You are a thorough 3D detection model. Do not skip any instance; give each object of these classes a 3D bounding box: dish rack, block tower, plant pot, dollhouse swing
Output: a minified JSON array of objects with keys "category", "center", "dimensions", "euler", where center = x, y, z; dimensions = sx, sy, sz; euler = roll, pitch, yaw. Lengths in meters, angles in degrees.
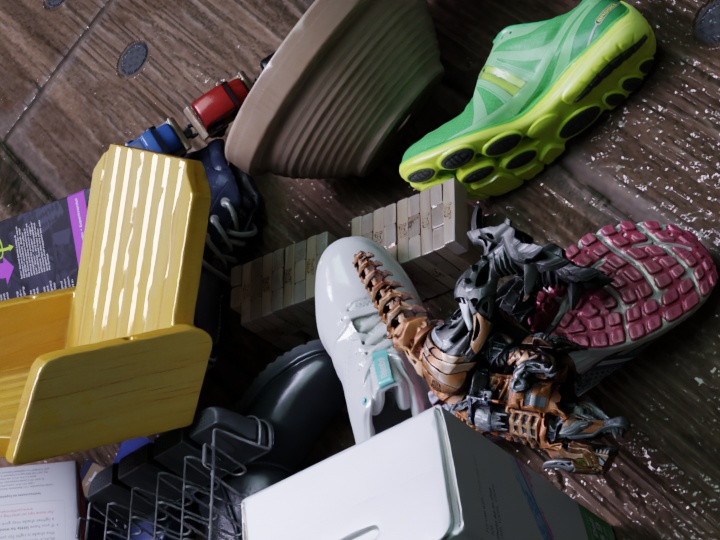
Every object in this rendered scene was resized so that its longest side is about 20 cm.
[{"category":"dish rack","center":[-0.131,0.196,1.164],"dimensions":[0.153,0.054,0.201],"euler":[-32,41,33]},{"category":"block tower","center":[0.000,0.000,1.264],"dimensions":[0.199,0.058,0.054],"euler":[-22,54,31]},{"category":"plant pot","center":[-0.004,-0.135,1.286],"dimensions":[0.093,0.201,0.201],"euler":[38,93,5]},{"category":"dollhouse swing","center":[-0.210,0.014,1.216],"dimensions":[0.200,0.181,0.177],"euler":[17,114,58]}]

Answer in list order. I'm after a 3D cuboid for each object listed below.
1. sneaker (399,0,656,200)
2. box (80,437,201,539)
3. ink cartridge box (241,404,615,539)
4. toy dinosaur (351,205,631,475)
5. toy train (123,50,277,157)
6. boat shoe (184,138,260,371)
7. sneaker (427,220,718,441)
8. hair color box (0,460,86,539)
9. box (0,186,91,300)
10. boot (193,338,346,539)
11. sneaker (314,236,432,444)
[{"category":"sneaker","center":[0.113,-0.121,1.231],"dimensions":[0.200,0.074,0.084],"euler":[-35,50,7]},{"category":"box","center":[-0.191,0.221,1.311],"dimensions":[0.121,0.032,0.201],"euler":[15,75,44]},{"category":"ink cartridge box","center":[0.047,0.175,1.020],"dimensions":[0.145,0.200,0.088],"euler":[-29,50,24]},{"category":"toy dinosaur","center":[0.077,0.041,1.052],"dimensions":[0.199,0.102,0.136],"euler":[30,98,5]},{"category":"toy train","center":[-0.110,-0.127,1.375],"dimensions":[0.200,0.046,0.034],"euler":[-33,87,-5]},{"category":"boat shoe","center":[-0.120,-0.018,1.360],"dimensions":[0.093,0.075,0.201],"euler":[-30,51,15]},{"category":"sneaker","center":[0.136,0.039,1.122],"dimensions":[0.200,0.075,0.081],"euler":[-30,63,6]},{"category":"hair color box","center":[-0.243,0.240,1.246],"dimensions":[0.101,0.061,0.201],"euler":[-4,55,-6]},{"category":"box","center":[-0.251,0.022,1.412],"dimensions":[0.200,0.036,0.144],"euler":[-14,84,43]},{"category":"boot","center":[-0.042,0.168,1.191],"dimensions":[0.165,0.066,0.200],"euler":[-43,41,25]},{"category":"sneaker","center":[0.016,0.066,1.152],"dimensions":[0.075,0.089,0.201],"euler":[-14,75,0]}]
